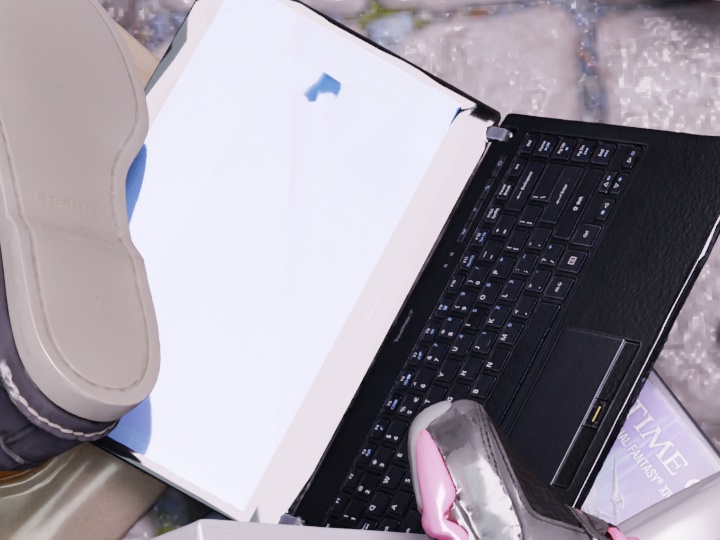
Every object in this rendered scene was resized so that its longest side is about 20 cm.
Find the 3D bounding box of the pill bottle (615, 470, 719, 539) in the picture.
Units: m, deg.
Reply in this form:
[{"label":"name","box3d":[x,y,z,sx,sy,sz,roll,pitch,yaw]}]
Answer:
[{"label":"pill bottle","box3d":[0.135,0.169,0.815,0.111,0.111,0.201,-29,85,-6]}]

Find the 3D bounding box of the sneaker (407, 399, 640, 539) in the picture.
[{"label":"sneaker","box3d":[0.091,0.111,0.735,0.095,0.079,0.201,-35,92,3]}]

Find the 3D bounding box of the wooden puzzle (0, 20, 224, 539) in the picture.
[{"label":"wooden puzzle","box3d":[-0.128,-0.007,0.924,0.200,0.046,0.185,41,79,14]}]

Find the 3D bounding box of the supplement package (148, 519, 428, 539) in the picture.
[{"label":"supplement package","box3d":[-0.071,0.157,0.785,0.199,0.109,0.115,-23,68,39]}]

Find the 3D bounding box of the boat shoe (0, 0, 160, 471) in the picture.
[{"label":"boat shoe","box3d":[-0.113,-0.022,0.857,0.072,0.063,0.201,21,42,-34]}]

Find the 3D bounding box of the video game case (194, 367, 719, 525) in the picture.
[{"label":"video game case","box3d":[0.035,0.108,0.894,0.199,0.019,0.143,-35,75,-9]}]

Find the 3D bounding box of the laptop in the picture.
[{"label":"laptop","box3d":[0.000,0.000,0.848,0.199,0.103,0.178,12,69,53]}]
